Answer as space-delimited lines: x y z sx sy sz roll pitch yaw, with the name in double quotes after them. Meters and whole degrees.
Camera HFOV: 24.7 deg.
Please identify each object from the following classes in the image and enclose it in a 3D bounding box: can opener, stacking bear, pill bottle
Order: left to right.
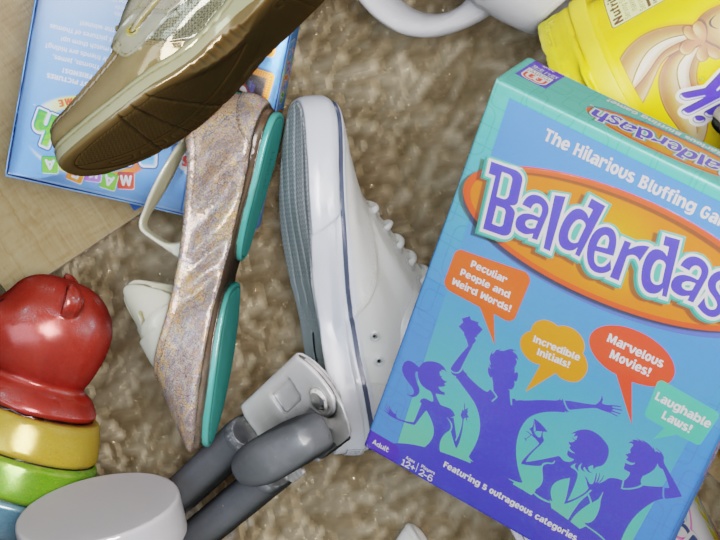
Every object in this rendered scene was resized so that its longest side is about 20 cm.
-0.209 0.099 0.994 0.113 0.121 0.201 17 94 -8 "stacking bear"
-0.132 0.227 0.948 0.115 0.116 0.201 -3 108 22 "pill bottle"
-0.068 0.108 0.922 0.053 0.066 0.200 57 142 9 "can opener"

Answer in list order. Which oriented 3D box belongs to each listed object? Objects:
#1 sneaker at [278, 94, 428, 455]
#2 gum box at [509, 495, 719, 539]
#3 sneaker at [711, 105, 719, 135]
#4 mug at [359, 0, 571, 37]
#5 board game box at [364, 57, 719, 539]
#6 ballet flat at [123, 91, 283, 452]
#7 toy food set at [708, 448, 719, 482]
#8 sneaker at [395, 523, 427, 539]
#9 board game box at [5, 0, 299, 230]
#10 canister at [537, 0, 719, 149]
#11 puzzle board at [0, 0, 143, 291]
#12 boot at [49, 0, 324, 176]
0.000 0.000 0.919 0.070 0.073 0.202 -11 100 -17 "sneaker"
0.129 0.125 0.851 0.066 0.113 0.201 -29 84 22 "gum box"
0.242 -0.023 0.764 0.081 0.200 0.075 -37 39 11 "sneaker"
0.058 -0.203 0.838 0.200 0.147 0.176 -37 84 40 "mug"
0.101 0.028 0.740 0.151 0.045 0.201 27 119 17 "board game box"
-0.094 -0.002 0.918 0.067 0.068 0.201 12 90 6 "ballet flat"
0.255 0.078 0.774 0.199 0.198 0.049 -6 51 15 "toy food set"
0.094 0.202 0.902 0.199 0.075 0.089 20 91 21 "sneaker"
-0.112 -0.137 0.943 0.150 0.037 0.201 13 100 2 "board game box"
0.206 -0.107 0.782 0.199 0.149 0.087 -29 43 19 "canister"
-0.210 -0.103 0.994 0.150 0.017 0.201 -31 100 17 "puzzle board"
-0.114 -0.162 0.868 0.200 0.072 0.155 -41 74 11 "boot"
